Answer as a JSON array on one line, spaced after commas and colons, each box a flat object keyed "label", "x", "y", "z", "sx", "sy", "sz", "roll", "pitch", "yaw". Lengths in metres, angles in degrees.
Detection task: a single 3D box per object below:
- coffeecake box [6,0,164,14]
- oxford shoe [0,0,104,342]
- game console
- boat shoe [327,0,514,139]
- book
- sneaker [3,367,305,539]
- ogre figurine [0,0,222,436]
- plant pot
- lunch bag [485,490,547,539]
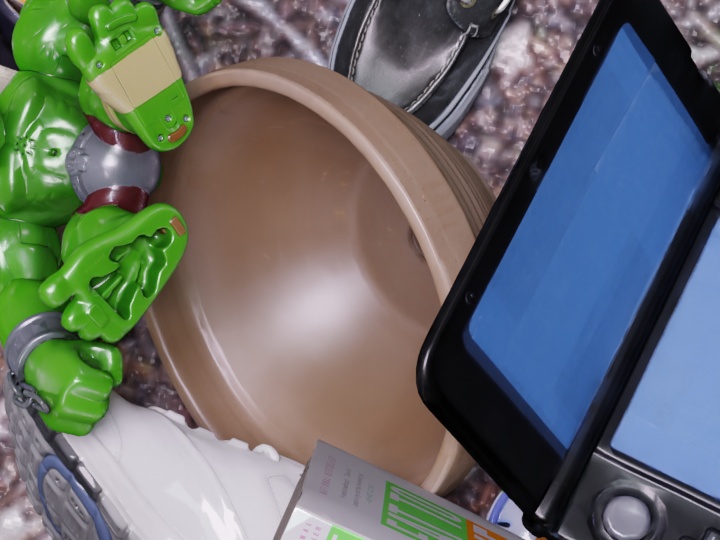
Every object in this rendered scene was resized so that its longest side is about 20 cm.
[{"label": "coffeecake box", "x": -0.159, "y": -0.208, "z": 1.158, "sx": 0.199, "sy": 0.073, "sz": 0.154, "roll": 30, "pitch": 87, "yaw": 11}, {"label": "oxford shoe", "x": -0.152, "y": -0.056, "z": 1.106, "sx": 0.074, "sy": 0.071, "sz": 0.201, "roll": -26, "pitch": 105, "yaw": 26}, {"label": "game console", "x": 0.136, "y": 0.016, "z": 1.011, "sx": 0.175, "sy": 0.117, "sz": 0.201, "roll": 25, "pitch": 71, "yaw": 9}, {"label": "boat shoe", "x": 0.039, "y": -0.139, "z": 1.125, "sx": 0.072, "sy": 0.071, "sz": 0.201, "roll": 25, "pitch": 85, "yaw": 10}, {"label": "book", "x": 0.063, "y": 0.133, "z": 0.955, "sx": 0.199, "sy": 0.134, "sz": 0.048, "roll": 24, "pitch": 92, "yaw": -1}, {"label": "sneaker", "x": -0.067, "y": 0.102, "z": 1.056, "sx": 0.200, "sy": 0.075, "sz": 0.087, "roll": 44, "pitch": 60, "yaw": 8}, {"label": "ogre figurine", "x": -0.115, "y": -0.043, "z": 1.030, "sx": 0.098, "sy": 0.120, "sz": 0.201, "roll": -10, "pitch": 101, "yaw": -31}, {"label": "plant pot", "x": 0.000, "y": 0.000, "z": 1.075, "sx": 0.092, "sy": 0.201, "sz": 0.201, "roll": -25, "pitch": 76, "yaw": -38}, {"label": "lunch bag", "x": 0.134, "y": 0.169, "z": 1.064, "sx": 0.199, "sy": 0.076, "sz": 0.161, "roll": 18, "pitch": 84, "yaw": 9}]
